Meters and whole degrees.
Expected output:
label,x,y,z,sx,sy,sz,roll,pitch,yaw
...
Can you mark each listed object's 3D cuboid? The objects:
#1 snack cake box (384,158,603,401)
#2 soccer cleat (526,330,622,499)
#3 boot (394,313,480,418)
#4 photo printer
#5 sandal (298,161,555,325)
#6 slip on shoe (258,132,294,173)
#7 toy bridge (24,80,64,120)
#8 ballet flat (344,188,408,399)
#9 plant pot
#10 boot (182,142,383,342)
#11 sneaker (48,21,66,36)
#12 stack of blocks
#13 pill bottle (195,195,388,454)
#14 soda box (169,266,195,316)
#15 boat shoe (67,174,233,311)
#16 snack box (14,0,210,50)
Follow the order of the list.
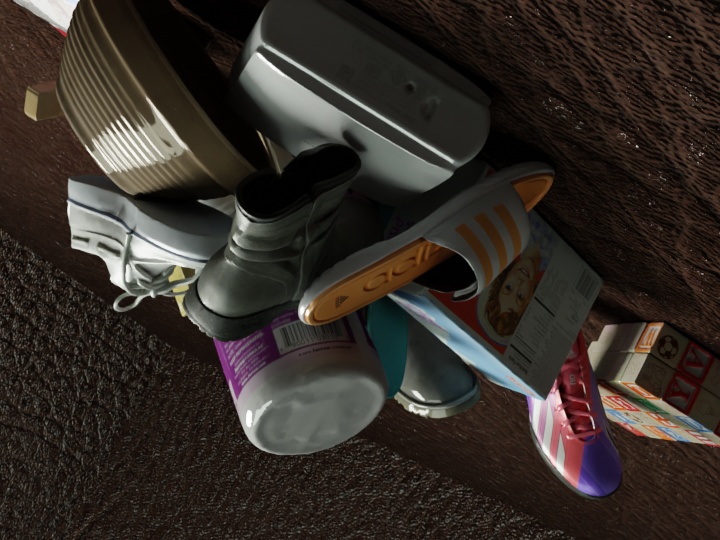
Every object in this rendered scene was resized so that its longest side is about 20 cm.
label,x,y,z,sx,sy,sz,roll,pitch,yaw
snack cake box,0.100,0.006,1.235,0.067,0.116,0.200,19,165,43
soccer cleat,0.177,0.100,1.366,0.073,0.067,0.202,117,136,-62
boot,0.025,0.005,1.306,0.182,0.072,0.202,40,149,51
photo printer,-0.010,-0.114,1.084,0.165,0.070,0.200,31,169,-8
sandal,0.056,-0.001,1.084,0.059,0.205,0.079,55,167,20
slip on shoe,-0.066,-0.041,1.313,0.076,0.060,0.202,-87,-21,-82
toy bridge,-0.182,-0.106,1.260,0.199,0.027,0.067,29,-149,32
ballet flat,0.000,0.000,1.232,0.070,0.203,0.069,7,-165,30
plant pot,-0.153,-0.121,1.126,0.202,0.092,0.201,56,-173,-10
boot,-0.027,-0.033,1.062,0.068,0.199,0.131,44,130,14
sneaker,-0.196,-0.141,1.324,0.199,0.116,0.078,32,169,-16
stack of blocks,0.260,0.102,1.417,0.114,0.059,0.200,31,170,-12
pill bottle,-0.060,0.026,1.173,0.112,0.112,0.201,43,-159,-54
soda box,-0.161,-0.067,1.408,0.202,0.063,0.068,68,162,5
boat shoe,-0.159,-0.011,1.150,0.074,0.087,0.201,-3,-165,-41
snack box,-0.217,-0.211,1.247,0.199,0.024,0.072,31,148,-10
